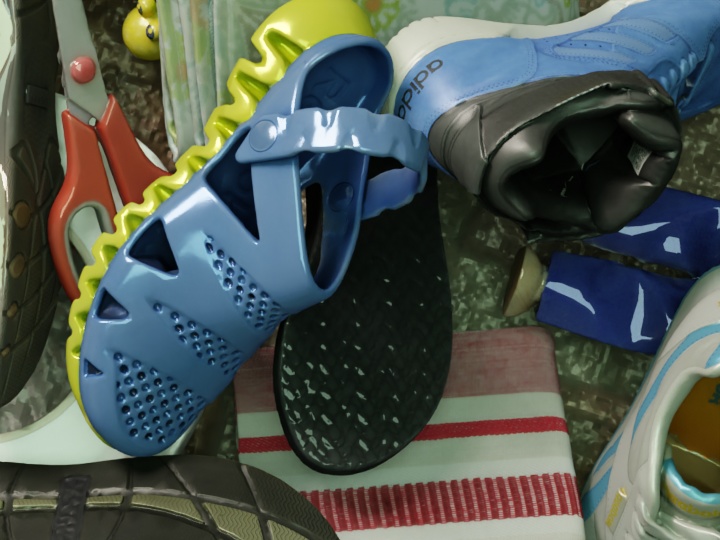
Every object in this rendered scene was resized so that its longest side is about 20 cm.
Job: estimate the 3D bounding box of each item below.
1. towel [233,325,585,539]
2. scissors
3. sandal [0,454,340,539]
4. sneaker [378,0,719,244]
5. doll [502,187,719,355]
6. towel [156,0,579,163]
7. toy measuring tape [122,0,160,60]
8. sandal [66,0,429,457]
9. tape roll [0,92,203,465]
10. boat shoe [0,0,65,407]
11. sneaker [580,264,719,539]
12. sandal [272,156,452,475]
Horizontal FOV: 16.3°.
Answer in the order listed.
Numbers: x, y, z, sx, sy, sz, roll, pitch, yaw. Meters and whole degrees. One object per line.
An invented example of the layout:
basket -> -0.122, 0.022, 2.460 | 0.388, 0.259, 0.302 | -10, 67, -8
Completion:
towel -> 0.022, 0.112, 1.048 | 0.143, 0.023, 0.201 | -4, 53, -2
scissors -> -0.113, -0.065, 0.992 | 0.073, 0.014, 0.201 | -32, 120, -16
sandal -> -0.099, 0.117, 1.007 | 0.200, 0.058, 0.080 | 4, 42, 12
sneaker -> 0.113, -0.064, 1.045 | 0.199, 0.111, 0.077 | -7, 127, -31
doll -> 0.168, 0.003, 1.100 | 0.199, 0.048, 0.137 | 15, 72, -2
towel -> 0.003, -0.141, 1.043 | 0.199, 0.048, 0.172 | -17, 121, -25
toy measuring tape -> -0.011, -0.138, 1.092 | 0.199, 0.074, 0.074 | -21, 86, -3
sandal -> -0.042, -0.010, 0.988 | 0.087, 0.079, 0.201 | 37, 98, 41
tape roll -> -0.160, 0.023, 1.073 | 0.201, 0.071, 0.204 | 0, 85, -3
boat shoe -> -0.162, -0.044, 1.015 | 0.073, 0.074, 0.201 | -1, 83, 12
sneaker -> 0.131, 0.097, 1.047 | 0.076, 0.081, 0.201 | 16, 116, 4
sandal -> 0.001, 0.000, 1.083 | 0.075, 0.048, 0.201 | 13, 61, -13
